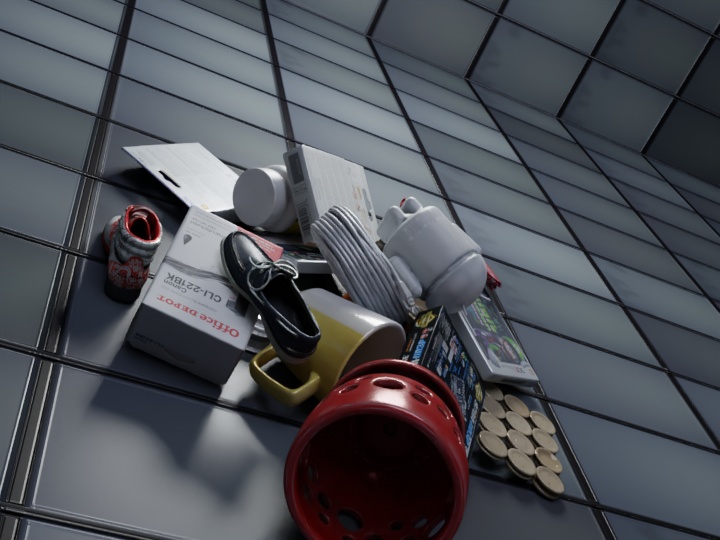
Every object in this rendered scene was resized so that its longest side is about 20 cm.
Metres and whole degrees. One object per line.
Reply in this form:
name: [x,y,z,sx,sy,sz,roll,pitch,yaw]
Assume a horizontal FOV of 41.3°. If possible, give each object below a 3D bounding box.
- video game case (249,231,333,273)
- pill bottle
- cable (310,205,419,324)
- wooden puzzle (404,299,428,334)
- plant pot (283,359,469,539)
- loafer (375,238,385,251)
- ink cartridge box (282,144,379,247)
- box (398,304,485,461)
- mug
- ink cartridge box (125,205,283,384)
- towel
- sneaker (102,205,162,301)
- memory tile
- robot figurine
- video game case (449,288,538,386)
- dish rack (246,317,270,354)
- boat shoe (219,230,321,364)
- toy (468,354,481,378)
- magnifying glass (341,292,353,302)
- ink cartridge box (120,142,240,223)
video game case: [-0.086,-0.028,1.574,0.199,0.024,0.181,2,15,-44]
pill bottle: [-0.121,-0.121,1.639,0.114,0.115,0.199,40,22,26]
cable: [0.000,0.000,1.404,0.201,0.069,0.200,56,-4,1]
wooden puzzle: [0.097,0.062,1.630,0.185,0.047,0.199,41,23,26]
plant pot: [0.025,0.212,1.088,0.199,0.202,0.183,27,16,0]
loafer: [0.098,-0.027,1.656,0.199,0.072,0.073,17,21,-44]
ink cartridge box: [-0.044,-0.115,1.611,0.199,0.050,0.164,12,61,-61]
box: [0.108,0.165,1.298,0.160,0.046,0.200,62,26,-20]
mug: [-0.050,0.098,1.287,0.153,0.150,0.186,32,9,30]
ink cartridge box: [-0.202,0.030,1.260,0.143,0.084,0.201,26,43,-9]
towel: [0.154,-0.047,1.662,0.199,0.023,0.145,37,12,-17]
sneaker: [-0.318,-0.053,1.344,0.067,0.109,0.202,17,26,-22]
memory tile: [0.234,0.246,1.420,0.152,0.017,0.200,32,23,-8]
robot figurine: [0.112,-0.016,1.445,0.169,0.113,0.200,-32,73,-35]
video game case: [0.200,0.095,1.552,0.181,0.023,0.201,17,40,-56]
dish rack: [-0.190,0.032,1.390,0.170,0.044,0.201,23,26,-12]
boat shoe: [-0.114,0.023,1.214,0.074,0.062,0.201,-10,60,-38]
toy: [0.135,0.139,1.488,0.200,0.047,0.116,-15,78,-62]
magnifying glass: [0.033,0.007,1.534,0.199,0.080,0.022,-37,64,-16]
ink cartridge box: [-0.287,-0.149,1.643,0.196,0.044,0.199,40,28,20]
